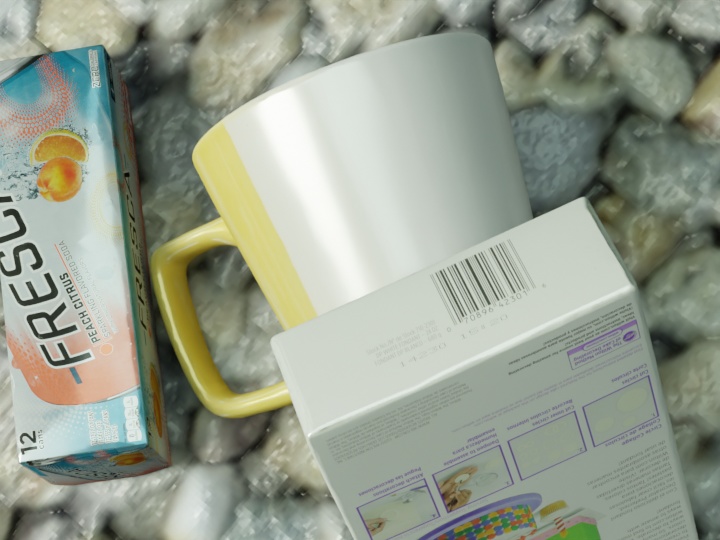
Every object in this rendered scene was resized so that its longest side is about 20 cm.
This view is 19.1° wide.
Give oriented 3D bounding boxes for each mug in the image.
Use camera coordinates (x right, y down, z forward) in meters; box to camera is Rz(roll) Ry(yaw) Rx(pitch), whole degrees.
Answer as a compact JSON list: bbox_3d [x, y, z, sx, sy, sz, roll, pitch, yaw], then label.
[{"bbox_3d":[0.009,-0.004,1.000,0.149,0.186,0.154,-16,80,-33],"label":"mug"}]

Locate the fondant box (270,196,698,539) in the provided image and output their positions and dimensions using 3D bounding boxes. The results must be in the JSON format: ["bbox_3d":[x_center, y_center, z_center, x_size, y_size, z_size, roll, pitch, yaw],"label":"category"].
[{"bbox_3d":[0.059,0.076,0.920,0.144,0.200,0.058,-24,48,-2],"label":"fondant box"}]

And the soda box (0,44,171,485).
[{"bbox_3d":[-0.137,-0.002,1.028,0.063,0.068,0.201,-9,75,3],"label":"soda box"}]
